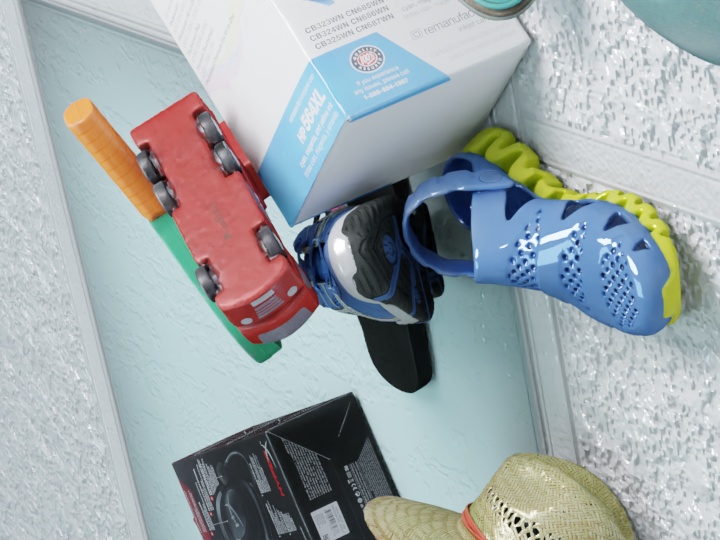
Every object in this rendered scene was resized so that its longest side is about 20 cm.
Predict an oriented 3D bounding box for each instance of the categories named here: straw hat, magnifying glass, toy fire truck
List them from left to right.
[{"bbox_3d":[-0.106,-0.022,1.549,0.200,0.022,0.080,54,-175,-33],"label":"magnifying glass"},{"bbox_3d":[-0.070,-0.026,1.519,0.200,0.049,0.141,60,-175,36],"label":"toy fire truck"},{"bbox_3d":[0.109,0.155,1.549,0.201,0.201,0.085,42,106,40],"label":"straw hat"}]

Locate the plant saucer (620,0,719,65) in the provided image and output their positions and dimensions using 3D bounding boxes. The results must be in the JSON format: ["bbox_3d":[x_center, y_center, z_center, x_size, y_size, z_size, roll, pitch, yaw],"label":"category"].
[{"bbox_3d":[0.144,-0.185,1.277,0.201,0.039,0.201,43,145,39],"label":"plant saucer"}]

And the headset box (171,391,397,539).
[{"bbox_3d":[-0.046,0.178,1.871,0.149,0.077,0.200,67,154,1],"label":"headset box"}]

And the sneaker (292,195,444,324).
[{"bbox_3d":[0.000,0.000,1.541,0.200,0.077,0.076,14,-116,-81],"label":"sneaker"}]

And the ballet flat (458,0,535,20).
[{"bbox_3d":[0.043,-0.220,1.427,0.200,0.067,0.064,63,-179,8],"label":"ballet flat"}]

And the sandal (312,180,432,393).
[{"bbox_3d":[0.000,-0.010,1.671,0.075,0.045,0.201,20,128,55],"label":"sandal"}]

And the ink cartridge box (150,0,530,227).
[{"bbox_3d":[-0.023,-0.154,1.508,0.200,0.128,0.125,57,153,15],"label":"ink cartridge box"}]

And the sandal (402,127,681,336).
[{"bbox_3d":[0.094,-0.011,1.456,0.200,0.087,0.080,27,132,49],"label":"sandal"}]
